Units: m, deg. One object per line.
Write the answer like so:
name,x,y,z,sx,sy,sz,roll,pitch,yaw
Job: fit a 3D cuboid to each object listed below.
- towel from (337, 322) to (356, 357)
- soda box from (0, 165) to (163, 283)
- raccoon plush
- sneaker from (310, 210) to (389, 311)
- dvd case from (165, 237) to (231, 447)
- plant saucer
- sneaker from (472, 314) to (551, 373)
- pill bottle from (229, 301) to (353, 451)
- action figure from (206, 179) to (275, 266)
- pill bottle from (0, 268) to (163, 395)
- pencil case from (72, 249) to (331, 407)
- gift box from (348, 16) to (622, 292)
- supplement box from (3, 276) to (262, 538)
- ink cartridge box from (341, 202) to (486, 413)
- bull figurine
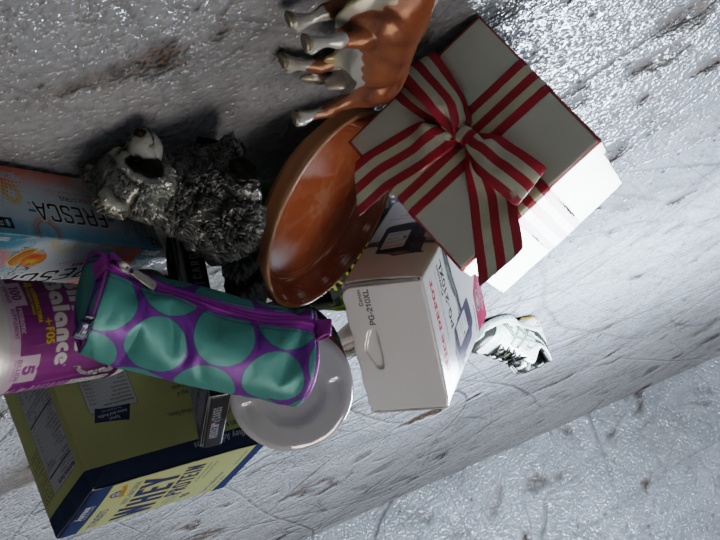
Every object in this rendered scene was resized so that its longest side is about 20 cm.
towel,0.047,0.034,1.486,0.191,0.032,0.200,-42,-176,-16
soda box,-0.254,-0.034,1.018,0.064,0.069,0.200,-35,160,25
raccoon plush,-0.149,-0.025,1.038,0.134,0.201,0.097,-17,-164,-19
sneaker,0.000,0.000,1.426,0.084,0.075,0.200,-13,157,-33
dvd case,-0.152,0.047,1.162,0.025,0.200,0.150,-9,158,-14
plant saucer,-0.034,-0.060,1.167,0.200,0.032,0.201,-46,153,-31
sneaker,0.247,0.124,2.050,0.200,0.088,0.076,-1,151,-48
pill bottle,-0.070,0.091,1.203,0.114,0.114,0.200,-25,-169,-1
action figure,-0.066,-0.051,1.212,0.200,0.055,0.118,-23,134,-49
pill bottle,-0.270,0.047,1.147,0.200,0.112,0.112,-8,154,-44
pencil case,-0.132,0.048,1.024,0.200,0.085,0.093,16,129,-18
gift box,0.110,-0.085,1.133,0.200,0.185,0.187,-48,159,5
supplement box,-0.236,0.133,1.281,0.200,0.200,0.134,-12,157,-35
ink cartridge box,0.059,0.031,1.268,0.084,0.145,0.200,-5,-156,20
bull figurine,0.003,-0.183,0.970,0.121,0.065,0.200,-17,157,-13
